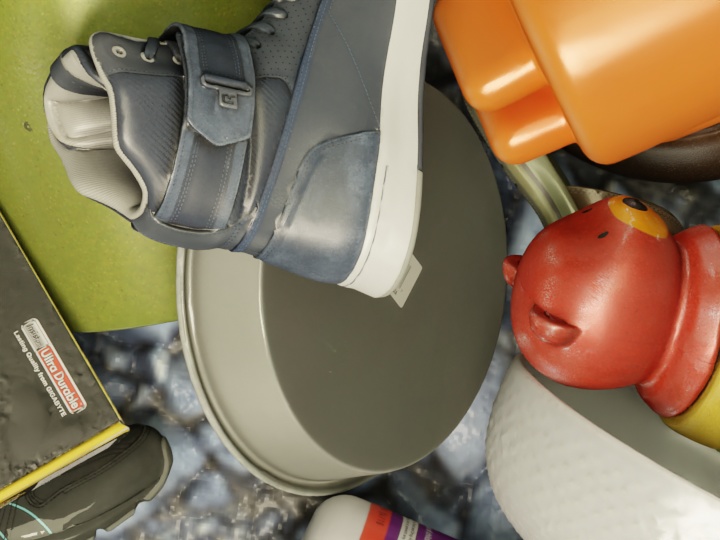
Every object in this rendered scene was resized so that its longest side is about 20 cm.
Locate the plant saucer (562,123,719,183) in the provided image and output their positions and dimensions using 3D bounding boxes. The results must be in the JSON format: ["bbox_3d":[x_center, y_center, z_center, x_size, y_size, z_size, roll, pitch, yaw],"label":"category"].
[{"bbox_3d":[0.141,-0.135,1.156,0.200,0.032,0.201,4,105,15],"label":"plant saucer"}]

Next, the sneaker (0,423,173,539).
[{"bbox_3d":[-0.184,0.094,1.123,0.200,0.075,0.079,-14,103,-5],"label":"sneaker"}]

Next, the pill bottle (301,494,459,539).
[{"bbox_3d":[0.055,0.184,1.113,0.200,0.112,0.113,23,82,0],"label":"pill bottle"}]

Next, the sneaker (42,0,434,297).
[{"bbox_3d":[-0.048,-0.098,1.009,0.146,0.077,0.203,11,63,-16],"label":"sneaker"}]

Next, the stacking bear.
[{"bbox_3d":[0.160,0.024,1.073,0.200,0.122,0.114,13,117,-14],"label":"stacking bear"}]

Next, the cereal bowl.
[{"bbox_3d":[0.139,0.116,1.093,0.200,0.200,0.083,27,100,1],"label":"cereal bowl"}]

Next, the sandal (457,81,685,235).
[{"bbox_3d":[0.113,-0.020,1.149,0.057,0.080,0.201,-31,94,4],"label":"sandal"}]

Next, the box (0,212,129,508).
[{"bbox_3d":[-0.218,0.024,1.078,0.160,0.049,0.200,-29,84,-16],"label":"box"}]

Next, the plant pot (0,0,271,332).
[{"bbox_3d":[-0.104,-0.079,1.118,0.187,0.187,0.200,-10,96,-4],"label":"plant pot"}]

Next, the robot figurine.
[{"bbox_3d":[0.134,-0.120,1.072,0.200,0.117,0.144,-24,101,6],"label":"robot figurine"}]

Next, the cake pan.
[{"bbox_3d":[0.000,0.000,1.104,0.037,0.200,0.201,3,80,39],"label":"cake pan"}]
